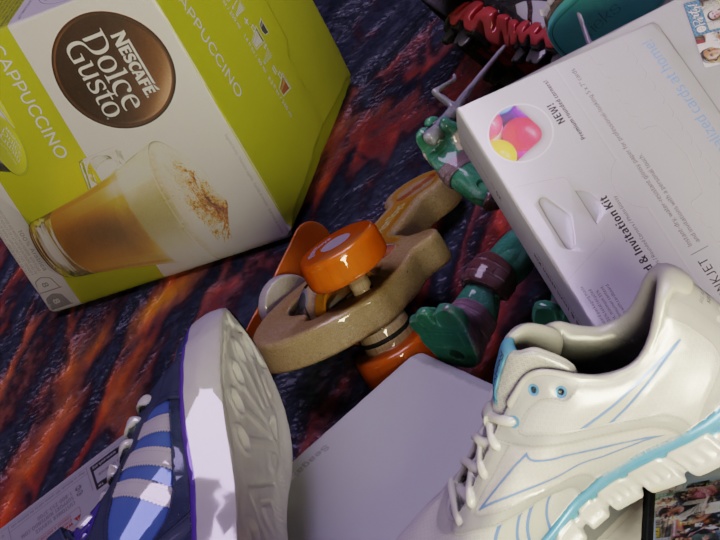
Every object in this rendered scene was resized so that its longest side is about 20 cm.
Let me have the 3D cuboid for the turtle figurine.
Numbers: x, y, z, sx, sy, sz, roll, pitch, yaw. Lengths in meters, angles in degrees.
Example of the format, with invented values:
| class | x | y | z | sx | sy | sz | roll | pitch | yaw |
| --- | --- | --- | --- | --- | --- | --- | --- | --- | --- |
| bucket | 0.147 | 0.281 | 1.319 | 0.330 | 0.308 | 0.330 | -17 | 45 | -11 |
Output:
| class | x | y | z | sx | sy | sz | roll | pitch | yaw |
| --- | --- | --- | --- | --- | --- | --- | --- | --- | --- |
| turtle figurine | 0.100 | -0.043 | 0.954 | 0.149 | 0.101 | 0.201 | -19 | 40 | 43 |

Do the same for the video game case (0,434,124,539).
| class | x | y | z | sx | sy | sz | roll | pitch | yaw |
| --- | --- | --- | --- | --- | --- | --- | --- | --- | --- |
| video game case | -0.138 | 0.166 | 0.898 | 0.199 | 0.024 | 0.182 | -37 | 32 | 1 |

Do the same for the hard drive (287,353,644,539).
| class | x | y | z | sx | sy | sz | roll | pitch | yaw |
| --- | --- | --- | --- | --- | --- | --- | --- | --- | --- |
| hard drive | 0.040 | 0.110 | 0.842 | 0.132 | 0.026 | 0.199 | -41 | 30 | -17 |

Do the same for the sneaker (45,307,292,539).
| class | x | y | z | sx | sy | sz | roll | pitch | yaw |
| --- | --- | --- | --- | --- | --- | --- | --- | --- | --- |
| sneaker | -0.109 | 0.114 | 0.833 | 0.145 | 0.081 | 0.201 | -23 | 40 | 14 |

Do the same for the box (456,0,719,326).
| class | x | y | z | sx | sy | sz | roll | pitch | yaw |
| --- | --- | --- | --- | --- | --- | --- | --- | --- | --- |
| box | 0.168 | -0.053 | 0.856 | 0.199 | 0.041 | 0.157 | -27 | 65 | -7 |

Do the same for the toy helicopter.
| class | x | y | z | sx | sy | sz | roll | pitch | yaw |
| --- | --- | --- | --- | --- | --- | --- | --- | --- | --- |
| toy helicopter | 0.000 | 0.000 | 1.035 | 0.132 | 0.079 | 0.200 | -22 | 17 | 35 |

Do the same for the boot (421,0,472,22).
| class | x | y | z | sx | sy | sz | roll | pitch | yaw |
| --- | --- | --- | --- | --- | --- | --- | --- | --- | --- |
| boot | 0.099 | -0.260 | 1.186 | 0.068 | 0.188 | 0.201 | 39 | 94 | 34 |

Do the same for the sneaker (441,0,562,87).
| class | x | y | z | sx | sy | sz | roll | pitch | yaw |
| --- | --- | --- | --- | --- | --- | --- | --- | --- | --- |
| sneaker | 0.129 | -0.154 | 1.118 | 0.098 | 0.071 | 0.200 | -54 | 30 | -3 |

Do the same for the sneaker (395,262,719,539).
| class | x | y | z | sx | sy | sz | roll | pitch | yaw |
| --- | --- | --- | --- | --- | --- | --- | --- | --- | --- |
| sneaker | 0.068 | 0.068 | 0.741 | 0.200 | 0.087 | 0.075 | -39 | 24 | 12 |

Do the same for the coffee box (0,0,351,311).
| class | x | y | z | sx | sy | sz | roll | pitch | yaw |
| --- | --- | --- | --- | --- | --- | --- | --- | --- | --- |
| coffee box | -0.147 | -0.131 | 1.230 | 0.196 | 0.201 | 0.201 | -16 | 30 | 25 |

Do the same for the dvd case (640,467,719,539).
| class | x | y | z | sx | sy | sz | roll | pitch | yaw |
| --- | --- | --- | --- | --- | --- | --- | --- | --- | --- |
| dvd case | 0.208 | 0.072 | 0.720 | 0.198 | 0.018 | 0.143 | -11 | 34 | 19 |

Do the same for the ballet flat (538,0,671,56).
| class | x | y | z | sx | sy | sz | roll | pitch | yaw |
| --- | --- | --- | --- | --- | --- | --- | --- | --- | --- |
| ballet flat | 0.169 | -0.176 | 0.949 | 0.200 | 0.072 | 0.072 | -32 | 19 | 46 |
